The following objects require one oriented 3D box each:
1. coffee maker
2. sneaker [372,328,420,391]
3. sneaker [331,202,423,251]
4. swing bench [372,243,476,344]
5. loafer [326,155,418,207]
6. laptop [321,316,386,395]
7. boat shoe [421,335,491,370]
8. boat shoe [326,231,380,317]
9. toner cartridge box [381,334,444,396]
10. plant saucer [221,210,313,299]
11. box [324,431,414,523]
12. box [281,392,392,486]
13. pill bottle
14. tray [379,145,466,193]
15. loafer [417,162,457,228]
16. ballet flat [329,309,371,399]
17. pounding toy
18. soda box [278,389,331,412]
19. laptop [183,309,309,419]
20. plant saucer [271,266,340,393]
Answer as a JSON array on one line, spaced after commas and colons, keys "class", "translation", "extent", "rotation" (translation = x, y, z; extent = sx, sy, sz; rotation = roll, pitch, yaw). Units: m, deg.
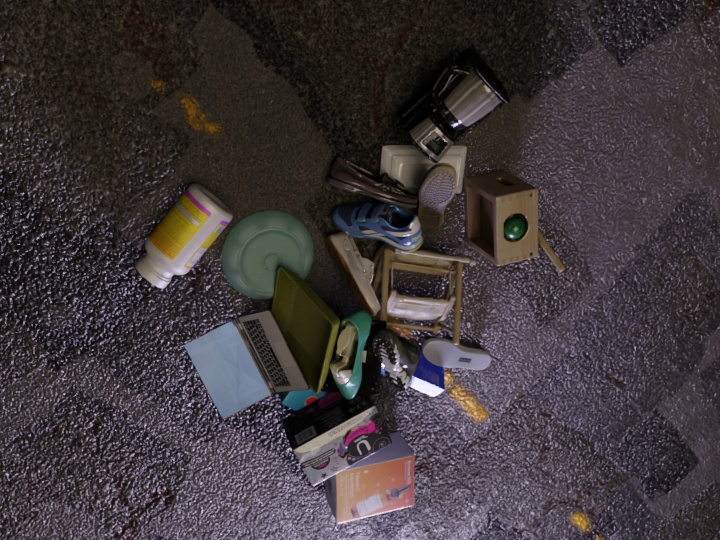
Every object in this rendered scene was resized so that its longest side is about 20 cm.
[{"class": "coffee maker", "translation": [0.187, -0.336, 1.570], "extent": [0.200, 0.192, 0.135], "rotation": [-40, 99, 22]}, {"class": "sneaker", "translation": [0.080, 0.166, 1.612], "extent": [0.091, 0.066, 0.201], "rotation": [-51, 145, -24]}, {"class": "sneaker", "translation": [0.036, -0.107, 1.603], "extent": [0.199, 0.074, 0.082], "rotation": [14, 146, 12]}, {"class": "swing bench", "translation": [0.126, 0.046, 1.709], "extent": [0.198, 0.130, 0.202], "rotation": [9, 95, -22]}, {"class": "loafer", "translation": [0.032, -0.182, 1.605], "extent": [0.199, 0.072, 0.063], "rotation": [15, 103, -11]}, {"class": "laptop", "translation": [-0.052, 0.163, 1.674], "extent": [0.198, 0.103, 0.178], "rotation": [5, 111, -2]}, {"class": "boat shoe", "translation": [0.221, 0.185, 1.835], "extent": [0.199, 0.066, 0.070], "rotation": [11, 118, -28]}, {"class": "boat shoe", "translation": [0.000, 0.000, 1.630], "extent": [0.069, 0.071, 0.201], "rotation": [-24, 75, -18]}, {"class": "toner cartridge box", "translation": [0.106, 0.211, 1.784], "extent": [0.199, 0.095, 0.043], "rotation": [28, 135, -26]}, {"class": "plant saucer", "translation": [-0.190, -0.025, 1.620], "extent": [0.199, 0.036, 0.201], "rotation": [-7, 112, -17]}, {"class": "box", "translation": [0.021, 0.498, 1.865], "extent": [0.199, 0.106, 0.153], "rotation": [-9, 113, -16]}, {"class": "box", "translation": [-0.052, 0.354, 1.694], "extent": [0.199, 0.132, 0.115], "rotation": [-28, 116, -6]}, {"class": "pill bottle", "translation": [-0.349, -0.064, 1.509], "extent": [0.104, 0.104, 0.200], "rotation": [39, 94, -28]}, {"class": "tray", "translation": [0.138, -0.215, 1.669], "extent": [0.199, 0.022, 0.108], "rotation": [-3, 113, -19]}, {"class": "loafer", "translation": [0.156, -0.168, 1.627], "extent": [0.075, 0.069, 0.200], "rotation": [9, 149, -4]}, {"class": "ballet flat", "translation": [-0.030, 0.175, 1.583], "extent": [0.070, 0.067, 0.201], "rotation": [-8, 116, -46]}, {"class": "pounding toy", "translation": [0.333, -0.101, 1.683], "extent": [0.141, 0.200, 0.185], "rotation": [-13, 115, -15]}, {"class": "soda box", "translation": [-0.090, 0.302, 1.771], "extent": [0.199, 0.064, 0.068], "rotation": [31, 98, -28]}, {"class": "laptop", "translation": [-0.240, 0.201, 1.624], "extent": [0.116, 0.199, 0.188], "rotation": [-35, 104, -40]}, {"class": "plant saucer", "translation": [-0.111, 0.118, 1.602], "extent": [0.048, 0.200, 0.201], "rotation": [-17, 136, -35]}]
